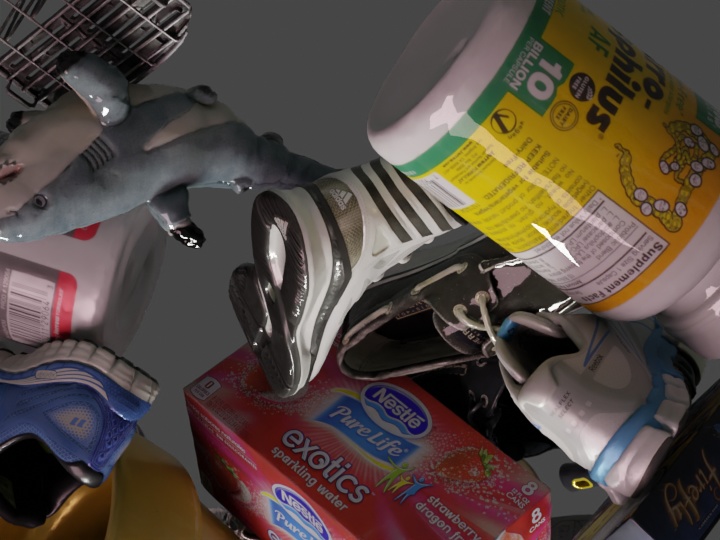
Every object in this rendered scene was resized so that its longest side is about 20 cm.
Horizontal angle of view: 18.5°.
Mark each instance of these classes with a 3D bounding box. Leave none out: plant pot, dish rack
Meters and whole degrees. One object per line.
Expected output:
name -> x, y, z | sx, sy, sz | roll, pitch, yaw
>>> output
plant pot -> -0.132, 0.206, 1.283 | 0.189, 0.201, 0.201 | 32, 144, -32
dish rack -> -0.179, -0.166, 1.097 | 0.200, 0.055, 0.153 | 38, 142, -21

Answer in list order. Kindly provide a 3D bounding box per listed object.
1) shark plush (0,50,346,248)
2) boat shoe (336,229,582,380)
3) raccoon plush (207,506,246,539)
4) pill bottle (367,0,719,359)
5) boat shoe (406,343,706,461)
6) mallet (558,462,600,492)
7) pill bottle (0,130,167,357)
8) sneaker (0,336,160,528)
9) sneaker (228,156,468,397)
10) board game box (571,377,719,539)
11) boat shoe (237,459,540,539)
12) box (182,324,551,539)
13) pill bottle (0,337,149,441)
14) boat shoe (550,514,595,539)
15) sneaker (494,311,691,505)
shark plush -> -0.101, -0.047, 1.141 | 0.200, 0.083, 0.091 | 9, 156, -39
boat shoe -> 0.068, 0.017, 1.175 | 0.200, 0.064, 0.071 | -22, 123, 43
raccoon plush -> -0.108, 0.245, 1.480 | 0.097, 0.134, 0.200 | 42, 139, -24
pill bottle -> 0.112, -0.047, 1.036 | 0.200, 0.113, 0.113 | 36, 141, -15
boat shoe -> 0.093, 0.074, 1.228 | 0.199, 0.066, 0.075 | -3, 136, 31
mallet -> 0.186, 0.098, 1.237 | 0.200, 0.041, 0.066 | -8, 133, 40
pill bottle -> -0.216, -0.025, 1.235 | 0.200, 0.111, 0.111 | 17, 142, 9
sneaker -> -0.200, 0.092, 1.220 | 0.200, 0.089, 0.079 | -10, 141, 47
sneaker -> 0.000, 0.000, 1.158 | 0.076, 0.115, 0.201 | 63, 162, 17
board game box -> 0.154, 0.110, 1.095 | 0.035, 0.200, 0.136 | 44, 135, 5
boat shoe -> 0.013, 0.144, 1.348 | 0.200, 0.072, 0.072 | 0, 137, 28
box -> 0.003, 0.121, 1.240 | 0.200, 0.100, 0.096 | 38, 150, 31
pill bottle -> -0.200, 0.114, 1.393 | 0.112, 0.112, 0.200 | -10, 131, 36
boat shoe -> 0.088, 0.190, 1.367 | 0.202, 0.074, 0.065 | -5, 130, 23
sneaker -> 0.107, 0.042, 1.082 | 0.087, 0.200, 0.075 | 33, 100, -4
